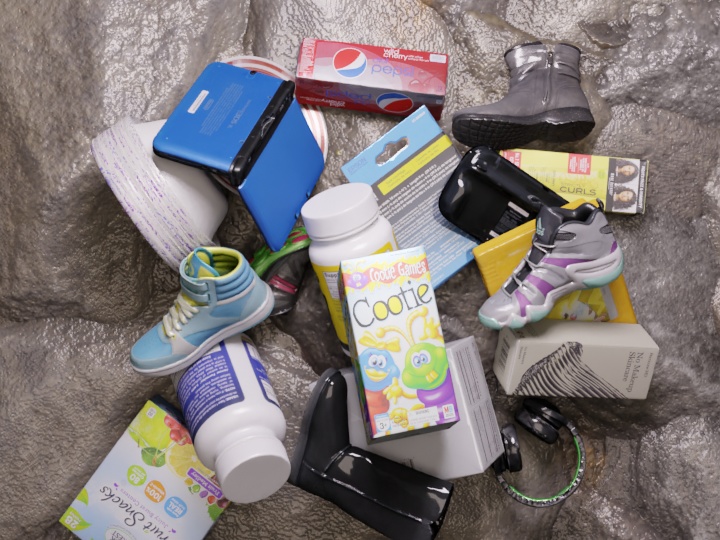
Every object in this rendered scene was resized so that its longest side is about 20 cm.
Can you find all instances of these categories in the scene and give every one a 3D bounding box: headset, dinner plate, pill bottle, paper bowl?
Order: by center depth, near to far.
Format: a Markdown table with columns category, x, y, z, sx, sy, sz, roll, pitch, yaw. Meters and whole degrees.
| category | x | y | z | sx | sy | sz | roll | pitch | yaw |
| --- | --- | --- | --- | --- | --- | --- | --- | --- | --- |
| pill bottle | -0.159 | 0.183 | 1.432 | 0.118 | 0.120 | 0.201 | -28 | 48 | 0 |
| paper bowl | -0.241 | -0.106 | 1.439 | 0.104 | 0.201 | 0.202 | -34 | 90 | -1 |
| pill bottle | 0.000 | 0.000 | 1.450 | 0.113 | 0.115 | 0.203 | -19 | 113 | 0 |
| headset | 0.209 | 0.212 | 1.491 | 0.123 | 0.094 | 0.201 | -36 | 73 | 0 |
| dinner plate | -0.134 | -0.182 | 1.491 | 0.197 | 0.024 | 0.204 | 9 | 72 | -27 |

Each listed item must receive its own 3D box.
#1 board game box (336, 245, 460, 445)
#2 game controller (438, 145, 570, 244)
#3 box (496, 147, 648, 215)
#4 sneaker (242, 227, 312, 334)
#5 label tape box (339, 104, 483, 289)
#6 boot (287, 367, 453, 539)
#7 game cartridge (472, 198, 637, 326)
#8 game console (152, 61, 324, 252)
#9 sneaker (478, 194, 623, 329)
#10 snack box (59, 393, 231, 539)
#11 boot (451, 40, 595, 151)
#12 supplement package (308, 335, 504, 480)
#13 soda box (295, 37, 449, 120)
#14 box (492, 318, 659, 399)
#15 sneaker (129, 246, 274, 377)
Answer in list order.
| category | x | y | z | sx | sy | sz | roll | pitch | yaw |
| --- | --- | --- | --- | --- | --- | --- | --- | --- | --- |
| board game box | 0.041 | 0.088 | 1.322 | 0.103 | 0.103 | 0.203 | -11 | 78 | -5 |
| game controller | 0.193 | -0.073 | 1.457 | 0.198 | 0.042 | 0.105 | 30 | 106 | -24 |
| box | 0.276 | -0.118 | 1.513 | 0.196 | 0.050 | 0.077 | 6 | 91 | 1 |
| sneaker | -0.110 | 0.013 | 1.512 | 0.199 | 0.077 | 0.084 | -37 | 111 | 0 |
| label tape box | 0.084 | -0.091 | 1.506 | 0.143 | 0.063 | 0.201 | -35 | 90 | -2 |
| boot | 0.021 | 0.229 | 1.376 | 0.198 | 0.065 | 0.167 | 25 | 112 | 21 |
| game cartridge | 0.254 | 0.023 | 1.478 | 0.174 | 0.033 | 0.202 | -25 | 120 | 0 |
| game console | -0.145 | -0.144 | 1.420 | 0.168 | 0.201 | 0.120 | 16 | 133 | 8 |
| sneaker | 0.217 | -0.024 | 1.398 | 0.198 | 0.078 | 0.141 | -28 | 116 | -9 |
| snack box | -0.267 | 0.296 | 1.505 | 0.168 | 0.068 | 0.201 | 37 | 92 | 0 |
| boot | 0.202 | -0.231 | 1.490 | 0.196 | 0.070 | 0.134 | -3 | 65 | -16 |
| supplement package | 0.061 | 0.188 | 1.452 | 0.197 | 0.111 | 0.158 | -16 | 90 | 23 |
| soda box | 0.014 | -0.251 | 1.498 | 0.196 | 0.070 | 0.064 | 8 | 68 | 0 |
| box | 0.276 | 0.114 | 1.472 | 0.196 | 0.069 | 0.083 | 2 | 114 | -13 |
| sneaker | -0.213 | 0.040 | 1.398 | 0.198 | 0.131 | 0.080 | -31 | 49 | -6 |
